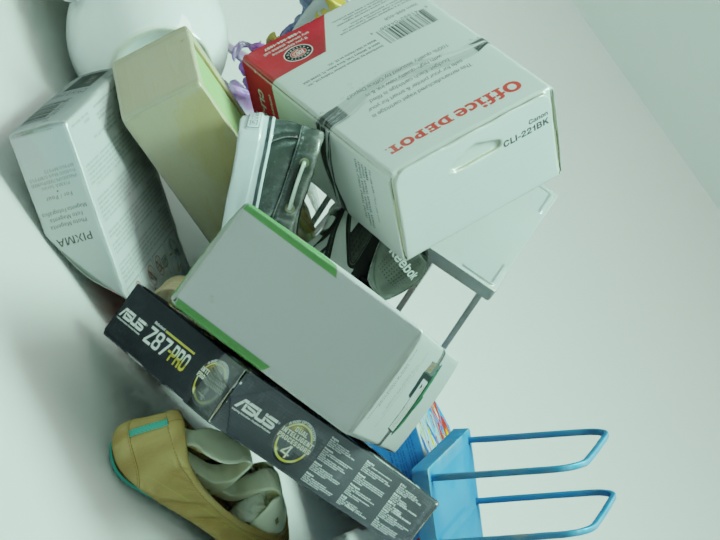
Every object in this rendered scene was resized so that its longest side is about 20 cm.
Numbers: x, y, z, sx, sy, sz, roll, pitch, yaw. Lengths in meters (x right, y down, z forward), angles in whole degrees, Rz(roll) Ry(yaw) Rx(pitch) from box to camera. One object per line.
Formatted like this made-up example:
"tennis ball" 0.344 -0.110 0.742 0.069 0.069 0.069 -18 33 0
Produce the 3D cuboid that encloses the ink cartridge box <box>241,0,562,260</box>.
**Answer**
"ink cartridge box" 0.030 -0.113 1.774 0.200 0.144 0.084 41 -27 44

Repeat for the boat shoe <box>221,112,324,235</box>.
"boat shoe" -0.065 -0.010 1.727 0.072 0.071 0.200 -76 175 -72

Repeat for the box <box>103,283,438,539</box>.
"box" -0.061 0.098 1.637 0.200 0.049 0.161 37 0 -37

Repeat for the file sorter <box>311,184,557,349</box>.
"file sorter" 0.024 -0.042 1.942 0.200 0.125 0.139 35 43 1

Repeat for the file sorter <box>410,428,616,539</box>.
"file sorter" 0.120 0.218 1.726 0.139 0.123 0.200 -31 114 -74

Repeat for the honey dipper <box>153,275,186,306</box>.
"honey dipper" -0.118 0.013 1.774 0.038 0.038 0.200 58 11 -4

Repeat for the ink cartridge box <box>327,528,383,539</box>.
"ink cartridge box" -0.020 0.245 1.651 0.115 0.068 0.200 64 18 8

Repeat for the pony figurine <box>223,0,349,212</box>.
"pony figurine" -0.059 -0.155 2.052 0.193 0.200 0.167 37 30 -15

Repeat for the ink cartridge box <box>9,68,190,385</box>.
"ink cartridge box" -0.177 -0.031 1.745 0.163 0.057 0.200 -63 141 -70

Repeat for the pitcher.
"pitcher" -0.191 -0.207 1.875 0.172 0.121 0.200 23 24 -28

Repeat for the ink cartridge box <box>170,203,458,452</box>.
"ink cartridge box" -0.025 0.042 1.597 0.146 0.084 0.200 36 0 11

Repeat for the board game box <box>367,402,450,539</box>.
"board game box" 0.041 0.160 1.892 0.196 0.056 0.200 60 11 -53

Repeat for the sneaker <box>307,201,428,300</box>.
"sneaker" 0.000 0.000 1.785 0.066 0.090 0.200 46 64 -43

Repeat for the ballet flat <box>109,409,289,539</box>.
"ballet flat" -0.088 0.147 1.635 0.200 0.063 0.069 36 31 -51

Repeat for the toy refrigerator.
"toy refrigerator" -0.100 -0.078 1.792 0.200 0.070 0.076 57 11 -39
